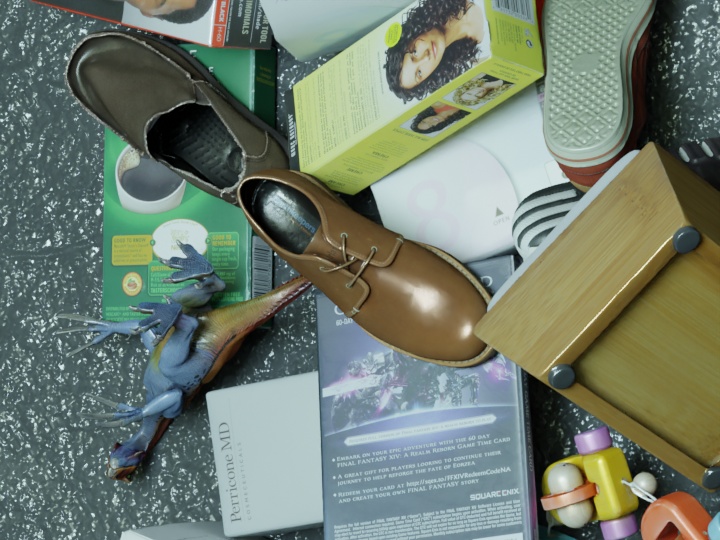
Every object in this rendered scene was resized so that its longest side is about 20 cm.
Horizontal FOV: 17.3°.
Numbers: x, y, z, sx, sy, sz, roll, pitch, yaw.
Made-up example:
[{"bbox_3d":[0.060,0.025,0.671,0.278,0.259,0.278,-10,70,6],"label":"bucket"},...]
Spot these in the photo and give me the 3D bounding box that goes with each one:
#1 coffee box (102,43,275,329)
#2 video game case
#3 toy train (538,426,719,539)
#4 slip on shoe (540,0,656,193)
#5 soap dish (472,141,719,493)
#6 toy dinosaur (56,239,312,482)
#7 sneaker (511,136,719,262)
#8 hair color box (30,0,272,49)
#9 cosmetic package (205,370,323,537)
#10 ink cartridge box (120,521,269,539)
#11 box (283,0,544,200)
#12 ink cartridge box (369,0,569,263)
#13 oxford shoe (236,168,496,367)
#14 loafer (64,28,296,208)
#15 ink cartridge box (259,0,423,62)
[{"bbox_3d":[-0.119,-0.058,1.655,0.122,0.044,0.202,-3,86,25],"label":"coffee box"},{"bbox_3d":[0.040,0.099,1.495,0.142,0.019,0.202,-11,70,24],"label":"video game case"},{"bbox_3d":[0.148,0.187,1.460,0.151,0.055,0.200,55,136,22],"label":"toy train"},{"bbox_3d":[0.151,-0.130,1.492,0.074,0.061,0.201,-4,50,17],"label":"slip on shoe"},{"bbox_3d":[0.190,0.036,1.421,0.157,0.200,0.081,-47,34,15],"label":"soap dish"},{"bbox_3d":[-0.123,0.077,1.602,0.198,0.182,0.106,6,50,8],"label":"toy dinosaur"},{"bbox_3d":[0.196,-0.011,1.496,0.198,0.116,0.076,-12,36,-2],"label":"sneaker"},{"bbox_3d":[-0.141,-0.218,1.631,0.199,0.061,0.102,17,103,42],"label":"hair color box"},{"bbox_3d":[0.004,0.113,1.570,0.199,0.071,0.102,-13,81,24],"label":"cosmetic package"},{"bbox_3d":[-0.062,0.267,1.548,0.199,0.144,0.148,21,95,25],"label":"ink cartridge box"},{"bbox_3d":[0.031,-0.120,1.522,0.200,0.050,0.076,-32,54,43],"label":"box"},{"bbox_3d":[0.075,-0.108,1.566,0.162,0.057,0.201,-23,82,22],"label":"ink cartridge box"},{"bbox_3d":[0.000,0.000,1.490,0.199,0.071,0.072,31,96,22],"label":"oxford shoe"},{"bbox_3d":[-0.126,-0.108,1.598,0.199,0.071,0.073,31,99,23],"label":"loafer"},{"bbox_3d":[0.012,-0.188,1.479,0.159,0.200,0.048,-15,84,9],"label":"ink cartridge box"}]
